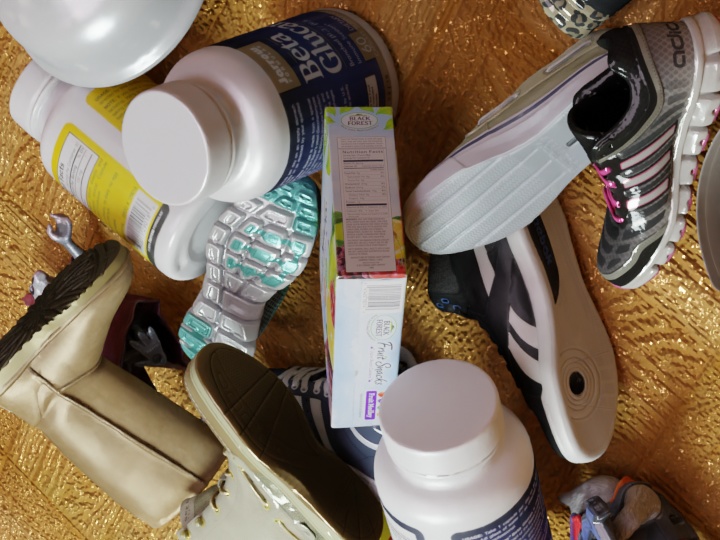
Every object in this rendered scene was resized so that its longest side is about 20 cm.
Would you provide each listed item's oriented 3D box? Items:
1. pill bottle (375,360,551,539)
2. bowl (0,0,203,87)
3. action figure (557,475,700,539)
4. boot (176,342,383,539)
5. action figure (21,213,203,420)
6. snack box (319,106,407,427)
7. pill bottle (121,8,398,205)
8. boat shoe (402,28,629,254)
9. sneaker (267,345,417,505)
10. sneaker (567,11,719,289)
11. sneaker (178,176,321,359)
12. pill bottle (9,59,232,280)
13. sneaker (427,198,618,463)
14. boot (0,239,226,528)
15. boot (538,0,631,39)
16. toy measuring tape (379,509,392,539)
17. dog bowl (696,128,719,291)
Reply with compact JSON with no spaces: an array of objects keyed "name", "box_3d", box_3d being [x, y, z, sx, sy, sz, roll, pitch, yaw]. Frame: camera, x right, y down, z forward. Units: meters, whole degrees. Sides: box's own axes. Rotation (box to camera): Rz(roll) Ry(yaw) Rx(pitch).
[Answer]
[{"name":"pill bottle","box_3d":[0.072,0.158,1.470,0.111,0.111,0.200,22,146,32]},{"name":"bowl","box_3d":[-0.215,-0.243,1.571,0.200,0.090,0.202,-4,81,30]},{"name":"action figure","box_3d":[0.216,0.223,1.478,0.193,0.104,0.200,46,158,24]},{"name":"boot","box_3d":[-0.096,0.157,1.605,0.154,0.072,0.200,-28,109,43]},{"name":"action figure","box_3d":[-0.214,0.045,1.758,0.200,0.149,0.134,32,95,48]},{"name":"snack box","box_3d":[0.000,0.000,1.470,0.200,0.053,0.143,94,174,-56]},{"name":"pill bottle","box_3d":[-0.072,-0.112,1.482,0.111,0.200,0.112,16,118,34]},{"name":"boat shoe","box_3d":[0.111,-0.084,1.405,0.200,0.062,0.072,-35,125,20]},{"name":"sneaker","box_3d":[-0.027,0.093,1.616,0.200,0.070,0.109,27,128,21]},{"name":"sneaker","box_3d":[0.168,-0.077,1.334,0.074,0.087,0.200,-101,18,-52]},{"name":"sneaker","box_3d":[-0.079,-0.013,1.603,0.077,0.091,0.200,31,130,-2]},{"name":"pill bottle","box_3d":[-0.180,-0.092,1.641,0.200,0.111,0.112,40,129,20]},{"name":"sneaker","box_3d":[0.110,0.041,1.489,0.112,0.073,0.201,-13,91,45]},{"name":"boot","box_3d":[-0.179,0.089,1.642,0.175,0.066,0.200,-42,117,17]},{"name":"boot","box_3d":[0.146,-0.260,1.328,0.154,0.073,0.204,-31,85,46]},{"name":"toy measuring tape","box_3d":[0.018,0.225,1.631,0.199,0.073,0.074,7,112,37]},{"name":"dog bowl","box_3d":[0.308,-0.029,1.296,0.200,0.059,0.201,16,117,34]}]
